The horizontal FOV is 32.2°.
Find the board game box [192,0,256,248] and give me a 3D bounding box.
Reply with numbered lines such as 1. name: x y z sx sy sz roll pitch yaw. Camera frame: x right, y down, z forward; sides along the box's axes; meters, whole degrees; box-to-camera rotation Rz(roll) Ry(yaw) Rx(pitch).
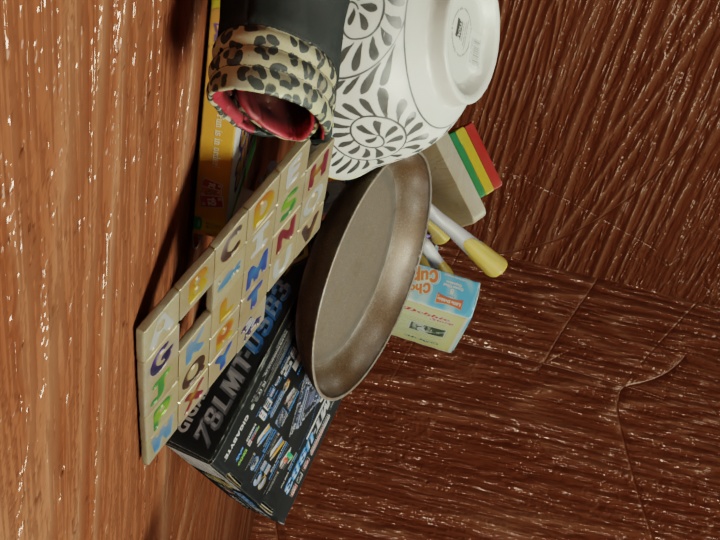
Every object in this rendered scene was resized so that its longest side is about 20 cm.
1. board game box: -0.076 -0.112 0.761 0.096 0.029 0.202 -77 -178 -46

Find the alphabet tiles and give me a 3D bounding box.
1. alphabet tiles: -0.076 0.010 0.779 0.201 0.007 0.168 -52 166 -31

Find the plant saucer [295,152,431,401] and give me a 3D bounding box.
1. plant saucer: 0.000 0.000 0.959 0.201 0.032 0.202 -53 153 -40

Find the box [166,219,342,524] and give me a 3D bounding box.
1. box: -0.061 0.082 0.991 0.202 0.049 0.199 -64 161 -15

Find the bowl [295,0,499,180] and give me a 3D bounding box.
1. bowl: 0.033 -0.157 0.825 0.200 0.093 0.204 -25 120 -56

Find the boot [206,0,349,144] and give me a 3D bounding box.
1. boot: -0.028 -0.138 0.648 0.203 0.072 0.157 36 58 -74

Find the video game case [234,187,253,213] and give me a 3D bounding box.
1. video game case: -0.107 0.008 1.076 0.200 0.018 0.146 102 1 -89

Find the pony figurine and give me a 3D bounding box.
1. pony figurine: 0.023 -0.074 1.137 0.167 0.200 0.193 -47 -148 -5

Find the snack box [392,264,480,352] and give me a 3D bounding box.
1. snack box: 0.001 0.015 1.118 0.116 0.197 0.038 105 3 -71

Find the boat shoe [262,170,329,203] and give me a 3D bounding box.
1. boat shoe: -0.072 0.020 1.030 0.067 0.056 0.203 -77 179 -75

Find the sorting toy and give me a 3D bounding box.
1. sorting toy: 0.042 -0.136 1.268 0.069 0.201 0.199 -31 -172 -28
